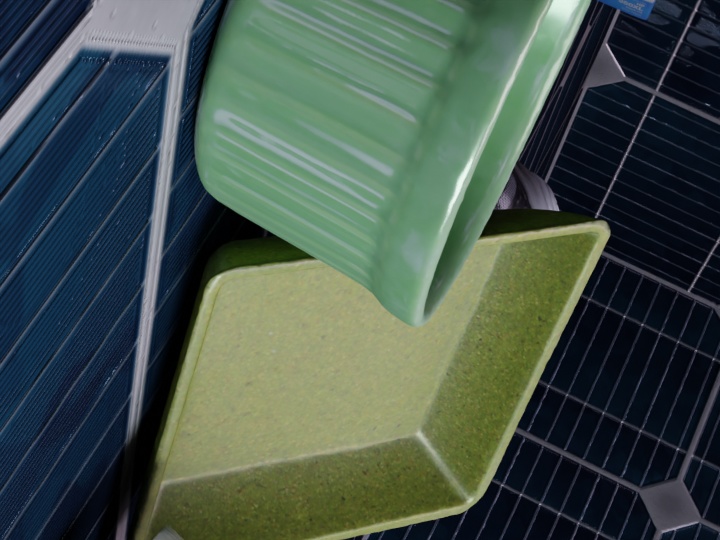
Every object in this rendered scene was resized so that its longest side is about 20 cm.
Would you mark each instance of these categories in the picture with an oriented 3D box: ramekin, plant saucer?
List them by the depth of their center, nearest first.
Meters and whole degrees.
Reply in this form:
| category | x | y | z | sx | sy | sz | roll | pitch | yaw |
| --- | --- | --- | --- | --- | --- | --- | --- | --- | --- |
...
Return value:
| category | x | y | z | sx | sy | sz | roll | pitch | yaw |
| --- | --- | --- | --- | --- | --- | --- | --- | --- | --- |
| ramekin | 0.021 | -0.089 | 0.616 | 0.200 | 0.098 | 0.200 | -63 | 173 | -13 |
| plant saucer | -0.008 | 0.046 | 0.774 | 0.200 | 0.048 | 0.200 | -7 | 136 | -30 |

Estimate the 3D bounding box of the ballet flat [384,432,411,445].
| category | x | y | z | sx | sy | sz | roll | pitch | yaw |
| --- | --- | --- | --- | --- | --- | --- | --- | --- | --- |
| ballet flat | 0.000 | 0.000 | 0.889 | 0.072 | 0.072 | 0.200 | 3 | 89 | -83 |

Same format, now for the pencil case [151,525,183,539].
| category | x | y | z | sx | sy | sz | roll | pitch | yaw |
| --- | --- | --- | --- | --- | --- | --- | --- | --- | --- |
| pencil case | -0.109 | 0.191 | 0.745 | 0.089 | 0.078 | 0.200 | -35 | 159 | -28 |

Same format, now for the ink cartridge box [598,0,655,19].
| category | x | y | z | sx | sy | sz | roll | pitch | yaw |
| --- | --- | --- | --- | --- | --- | --- | --- | --- | --- |
| ink cartridge box | 0.353 | -0.418 | 2.041 | 0.145 | 0.084 | 0.200 | -63 | 173 | -18 |

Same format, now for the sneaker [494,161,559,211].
| category | x | y | z | sx | sy | sz | roll | pitch | yaw |
| --- | --- | --- | --- | --- | --- | --- | --- | --- | --- |
| sneaker | 0.036 | -0.044 | 0.813 | 0.114 | 0.075 | 0.200 | -33 | 115 | -57 |
